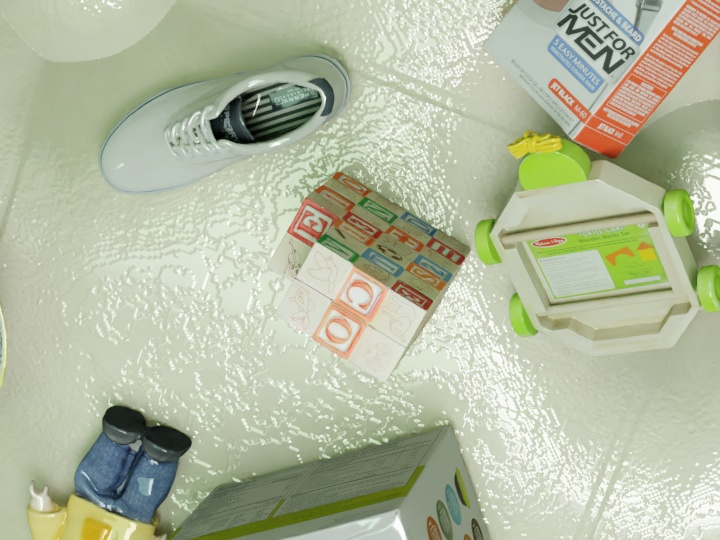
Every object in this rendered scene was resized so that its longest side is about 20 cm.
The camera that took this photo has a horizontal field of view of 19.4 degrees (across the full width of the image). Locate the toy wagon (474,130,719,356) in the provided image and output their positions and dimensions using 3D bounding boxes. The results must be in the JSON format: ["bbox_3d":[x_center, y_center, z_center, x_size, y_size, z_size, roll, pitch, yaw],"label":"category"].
[{"bbox_3d":[0.158,-0.023,1.452,0.155,0.040,0.200,-9,126,28],"label":"toy wagon"}]

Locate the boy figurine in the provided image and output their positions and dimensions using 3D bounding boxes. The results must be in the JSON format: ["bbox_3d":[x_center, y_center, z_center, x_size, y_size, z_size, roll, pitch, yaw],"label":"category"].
[{"bbox_3d":[-0.203,0.203,1.607,0.124,0.064,0.201,26,102,3],"label":"boy figurine"}]

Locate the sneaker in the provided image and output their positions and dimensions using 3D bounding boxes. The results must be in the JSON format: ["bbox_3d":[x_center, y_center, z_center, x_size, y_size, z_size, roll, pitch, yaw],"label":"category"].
[{"bbox_3d":[-0.105,-0.107,1.520,0.199,0.071,0.073,-23,96,15],"label":"sneaker"}]

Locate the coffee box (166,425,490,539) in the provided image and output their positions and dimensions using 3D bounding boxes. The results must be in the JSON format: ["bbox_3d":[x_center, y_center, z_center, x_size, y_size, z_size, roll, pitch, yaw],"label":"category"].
[{"bbox_3d":[-0.012,0.251,1.507,0.199,0.198,0.200,-16,98,16],"label":"coffee box"}]

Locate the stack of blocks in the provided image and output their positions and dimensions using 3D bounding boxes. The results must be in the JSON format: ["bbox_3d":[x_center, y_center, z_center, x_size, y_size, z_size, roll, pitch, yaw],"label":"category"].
[{"bbox_3d":[0.000,0.000,1.453,0.115,0.200,0.059,31,106,3],"label":"stack of blocks"}]

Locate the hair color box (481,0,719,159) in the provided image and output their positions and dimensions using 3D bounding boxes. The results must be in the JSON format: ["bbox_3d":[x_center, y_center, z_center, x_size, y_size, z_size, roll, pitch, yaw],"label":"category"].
[{"bbox_3d":[0.187,-0.190,1.425,0.200,0.064,0.111,-51,55,15],"label":"hair color box"}]

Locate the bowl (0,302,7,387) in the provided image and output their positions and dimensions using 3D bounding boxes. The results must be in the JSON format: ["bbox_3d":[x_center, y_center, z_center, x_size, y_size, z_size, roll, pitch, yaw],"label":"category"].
[{"bbox_3d":[-0.344,0.039,1.586,0.200,0.094,0.202,2,102,12],"label":"bowl"}]
